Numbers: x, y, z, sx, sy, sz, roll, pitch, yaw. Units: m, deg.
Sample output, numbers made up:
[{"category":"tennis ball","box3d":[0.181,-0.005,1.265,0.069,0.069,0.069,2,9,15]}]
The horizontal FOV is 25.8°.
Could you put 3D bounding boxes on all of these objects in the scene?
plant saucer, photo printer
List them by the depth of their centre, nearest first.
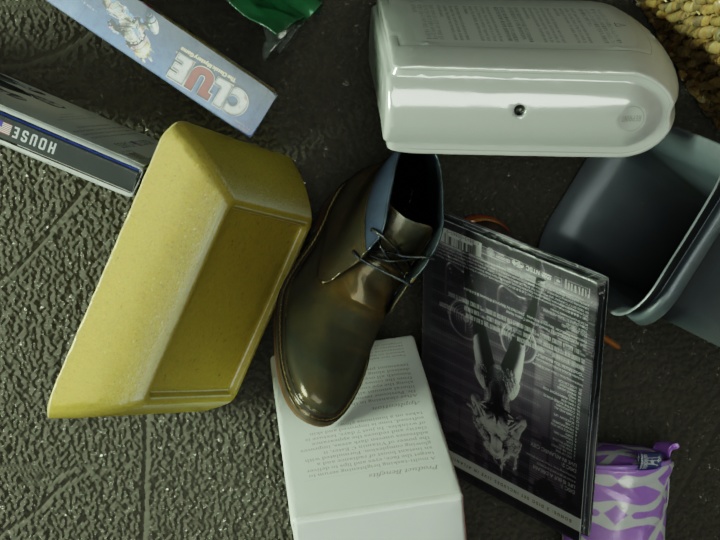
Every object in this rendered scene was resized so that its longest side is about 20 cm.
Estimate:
[{"category":"plant saucer","box3d":[-0.102,0.014,1.035,0.048,0.200,0.201,26,96,18]},{"category":"photo printer","box3d":[0.108,-0.132,1.051,0.198,0.167,0.070,0,117,-5]}]

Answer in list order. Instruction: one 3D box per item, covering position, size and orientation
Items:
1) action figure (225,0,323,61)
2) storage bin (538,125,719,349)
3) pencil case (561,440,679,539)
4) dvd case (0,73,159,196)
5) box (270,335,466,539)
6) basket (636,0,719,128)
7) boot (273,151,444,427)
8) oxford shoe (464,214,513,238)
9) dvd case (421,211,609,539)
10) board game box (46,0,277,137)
[{"category":"action figure","box3d":[-0.123,-0.223,1.062,0.200,0.118,0.055,41,105,0]},{"category":"storage bin","box3d":[0.224,-0.002,1.067,0.134,0.200,0.146,30,95,-17]},{"category":"pencil case","box3d":[0.189,0.220,1.147,0.085,0.084,0.202,-3,100,-27]},{"category":"dvd case","box3d":[-0.216,-0.100,1.021,0.199,0.150,0.025,24,99,3]},{"category":"box","box3d":[0.006,0.161,1.045,0.105,0.200,0.153,-8,118,-4]},{"category":"basket","box3d":[0.291,-0.171,1.030,0.148,0.200,0.143,-33,96,0]},{"category":"boot","box3d":[0.000,0.000,1.025,0.074,0.097,0.201,25,52,-17]},{"category":"oxford shoe","box3d":[0.096,0.064,1.120,0.071,0.073,0.202,-13,99,-3]},{"category":"dvd case","box3d":[0.100,0.071,1.068,0.016,0.148,0.202,-26,127,-40]},{"category":"board game box","box3d":[-0.146,-0.160,1.042,0.199,0.136,0.035,34,94,-7]}]
